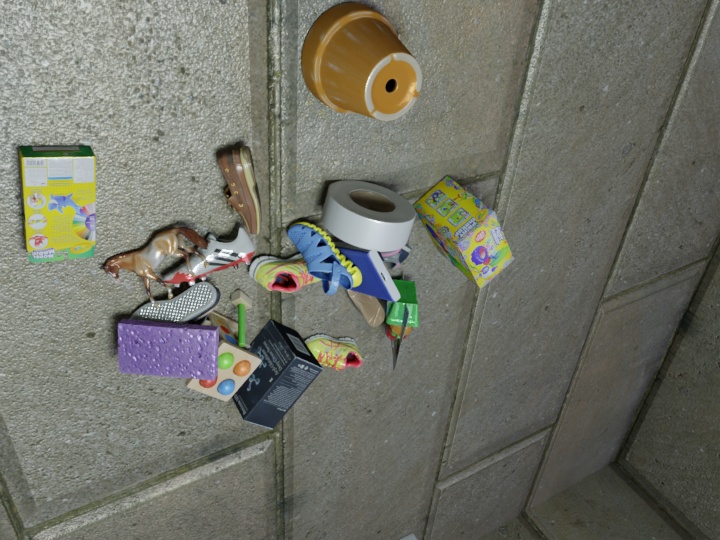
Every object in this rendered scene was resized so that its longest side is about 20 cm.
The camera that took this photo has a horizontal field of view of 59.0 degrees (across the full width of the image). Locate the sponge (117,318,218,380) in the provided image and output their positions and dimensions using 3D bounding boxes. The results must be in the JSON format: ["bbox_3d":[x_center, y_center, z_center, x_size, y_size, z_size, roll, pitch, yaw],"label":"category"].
[{"bbox_3d":[-0.389,0.161,1.288,0.198,0.030,0.113,5,109,0],"label":"sponge"}]

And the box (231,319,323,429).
[{"bbox_3d":[-0.214,0.251,1.537,0.201,0.148,0.107,-51,136,7],"label":"box"}]

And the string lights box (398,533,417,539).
[{"bbox_3d":[0.175,1.185,2.624,0.102,0.059,0.202,-13,129,-30],"label":"string lights box"}]

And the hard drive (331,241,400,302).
[{"bbox_3d":[0.000,0.000,1.438,0.025,0.199,0.133,-39,114,-21],"label":"hard drive"}]

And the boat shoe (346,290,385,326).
[{"bbox_3d":[-0.003,0.054,1.604,0.072,0.065,0.201,-39,120,-17],"label":"boat shoe"}]

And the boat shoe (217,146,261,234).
[{"bbox_3d":[-0.237,-0.155,1.268,0.067,0.072,0.201,-9,135,-5],"label":"boat shoe"}]

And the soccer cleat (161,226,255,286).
[{"bbox_3d":[-0.316,-0.029,1.310,0.198,0.069,0.086,-19,101,-7],"label":"soccer cleat"}]

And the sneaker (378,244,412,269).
[{"bbox_3d":[0.046,-0.055,1.551,0.199,0.070,0.082,23,104,-43],"label":"sneaker"}]

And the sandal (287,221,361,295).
[{"bbox_3d":[-0.089,-0.023,1.398,0.087,0.200,0.080,-45,177,-34],"label":"sandal"}]

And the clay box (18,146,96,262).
[{"bbox_3d":[-0.520,-0.112,1.097,0.114,0.048,0.202,-7,127,-33],"label":"clay box"}]

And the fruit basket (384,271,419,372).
[{"bbox_3d":[0.094,0.133,1.674,0.093,0.186,0.201,12,124,-8],"label":"fruit basket"}]

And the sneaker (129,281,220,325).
[{"bbox_3d":[-0.382,0.090,1.333,0.198,0.079,0.079,-23,169,3],"label":"sneaker"}]

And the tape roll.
[{"bbox_3d":[0.017,-0.122,1.384,0.201,0.203,0.071,-5,126,-34],"label":"tape roll"}]

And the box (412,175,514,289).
[{"bbox_3d":[0.259,-0.096,1.591,0.122,0.193,0.200,-40,137,-3],"label":"box"}]

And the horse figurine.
[{"bbox_3d":[-0.387,-0.020,1.246,0.200,0.050,0.133,-39,100,1],"label":"horse figurine"}]

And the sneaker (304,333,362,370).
[{"bbox_3d":[-0.075,0.222,1.662,0.198,0.090,0.079,1,124,-35],"label":"sneaker"}]

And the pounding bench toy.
[{"bbox_3d":[-0.295,0.160,1.399,0.200,0.156,0.124,-49,137,5],"label":"pounding bench toy"}]

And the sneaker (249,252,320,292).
[{"bbox_3d":[-0.147,0.015,1.436,0.198,0.090,0.079,-7,125,-34],"label":"sneaker"}]

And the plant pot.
[{"bbox_3d":[0.016,-0.375,1.196,0.199,0.183,0.202,-20,132,-24],"label":"plant pot"}]
